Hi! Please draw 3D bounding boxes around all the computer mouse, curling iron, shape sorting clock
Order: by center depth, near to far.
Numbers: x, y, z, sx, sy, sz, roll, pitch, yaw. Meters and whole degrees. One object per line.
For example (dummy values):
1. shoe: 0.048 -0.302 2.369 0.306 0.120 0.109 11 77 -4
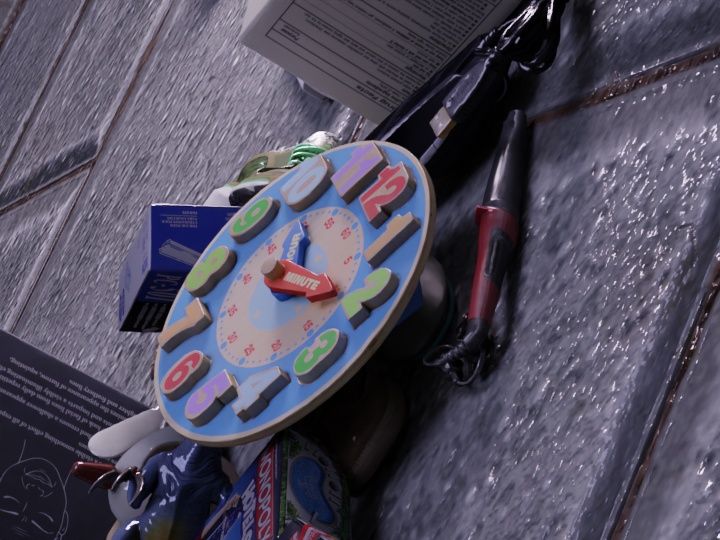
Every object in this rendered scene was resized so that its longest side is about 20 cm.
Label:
1. curling iron: 0.067 -0.018 1.326 0.050 0.025 0.201 -40 26 43
2. shape sorting clock: -0.039 0.009 1.359 0.199 0.039 0.201 -28 35 22
3. computer mouse: 0.058 -0.089 1.416 0.200 0.046 0.141 -42 9 27

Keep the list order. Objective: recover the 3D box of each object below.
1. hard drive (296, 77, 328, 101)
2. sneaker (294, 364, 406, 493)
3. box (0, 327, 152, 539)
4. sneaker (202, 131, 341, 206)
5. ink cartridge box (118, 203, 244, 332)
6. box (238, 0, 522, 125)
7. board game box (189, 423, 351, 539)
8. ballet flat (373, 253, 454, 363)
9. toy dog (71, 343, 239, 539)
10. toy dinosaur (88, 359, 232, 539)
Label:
1. hard drive: -0.014 -0.211 1.863 0.132 0.027 0.200 -57 17 11
2. sneaker: -0.034 0.069 1.394 0.071 0.075 0.200 -60 17 2
3. box: -0.245 0.167 1.718 0.107 0.148 0.201 -39 27 51
4. sneaker: -0.043 -0.061 1.645 0.089 0.077 0.200 -56 18 -13
5. ink cartridge box: -0.099 0.002 1.570 0.200 0.093 0.045 130 141 -74
6. box: 0.033 -0.205 1.548 0.200 0.127 0.109 -46 22 39
7. board game box: -0.044 0.182 1.263 0.200 0.061 0.201 -50 21 29
8. ballet flat: 0.000 0.000 1.426 0.068 0.063 0.200 -58 18 8
9. toy dog: -0.136 0.108 1.586 0.132 0.096 0.200 -57 18 10
10. toy dinosaur: -0.121 0.136 1.452 0.200 0.104 0.183 -27 45 62
